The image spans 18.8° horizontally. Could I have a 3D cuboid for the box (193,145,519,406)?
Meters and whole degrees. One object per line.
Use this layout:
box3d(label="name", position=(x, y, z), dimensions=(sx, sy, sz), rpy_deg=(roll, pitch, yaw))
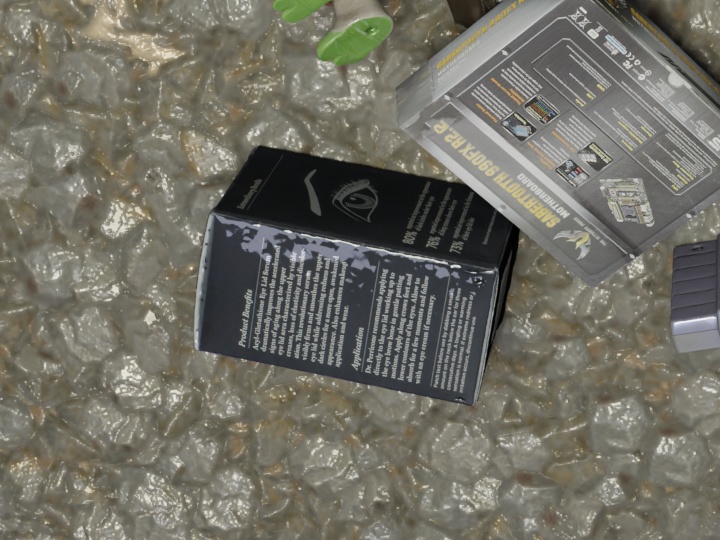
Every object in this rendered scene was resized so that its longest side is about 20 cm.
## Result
box3d(label="box", position=(0.000, 0.000, 1.486), dimensions=(0.200, 0.148, 0.105), rpy_deg=(11, 113, 7))

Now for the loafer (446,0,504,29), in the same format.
box3d(label="loafer", position=(0.081, -0.191, 1.436), dimensions=(0.200, 0.073, 0.071), rpy_deg=(44, 110, -8))

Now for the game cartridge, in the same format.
box3d(label="game cartridge", position=(0.306, 0.003, 1.440), dimensions=(0.200, 0.130, 0.038), rpy_deg=(-10, 108, 13))

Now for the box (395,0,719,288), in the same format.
box3d(label="box", position=(0.147, -0.096, 1.432), dimensions=(0.158, 0.048, 0.200), rpy_deg=(-37, 122, 27))

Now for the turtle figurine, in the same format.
box3d(label="turtle figurine", position=(-0.068, -0.221, 1.403), dimensions=(0.200, 0.194, 0.144), rpy_deg=(-12, 146, -14))
